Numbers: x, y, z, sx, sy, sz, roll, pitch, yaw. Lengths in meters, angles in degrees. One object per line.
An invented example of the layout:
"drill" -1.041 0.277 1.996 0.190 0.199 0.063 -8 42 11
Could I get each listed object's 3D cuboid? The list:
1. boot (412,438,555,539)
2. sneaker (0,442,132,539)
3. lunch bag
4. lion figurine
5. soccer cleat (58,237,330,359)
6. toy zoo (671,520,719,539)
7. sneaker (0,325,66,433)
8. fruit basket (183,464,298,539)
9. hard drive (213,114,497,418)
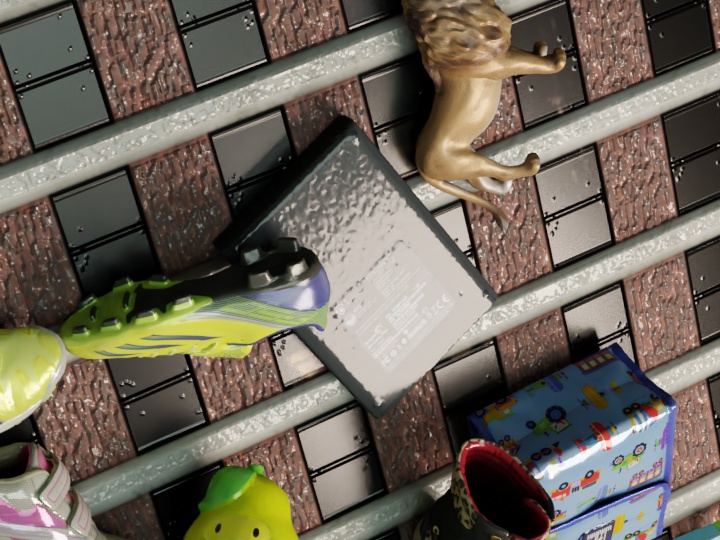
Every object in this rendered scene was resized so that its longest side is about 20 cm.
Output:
"boot" 0.114 0.240 1.294 0.072 0.201 0.151 -15 146 -23
"sneaker" -0.233 0.175 1.204 0.199 0.081 0.089 27 97 -30
"lunch bag" 0.182 0.187 1.407 0.149 0.094 0.202 -24 131 -16
"lion figurine" 0.078 -0.125 1.253 0.121 0.073 0.202 3 110 -18
"soccer cleat" -0.116 0.039 1.203 0.198 0.065 0.084 -15 124 -2
"toy zoo" 0.277 0.300 1.501 0.198 0.020 0.132 -19 125 -18
"sneaker" -0.294 0.076 1.132 0.198 0.077 0.076 -13 69 -22
"fruit basket" -0.089 0.258 1.233 0.213 0.156 0.218 3 111 8
"hard drive" 0.000 0.000 1.279 0.140 0.033 0.200 -44 120 -5
